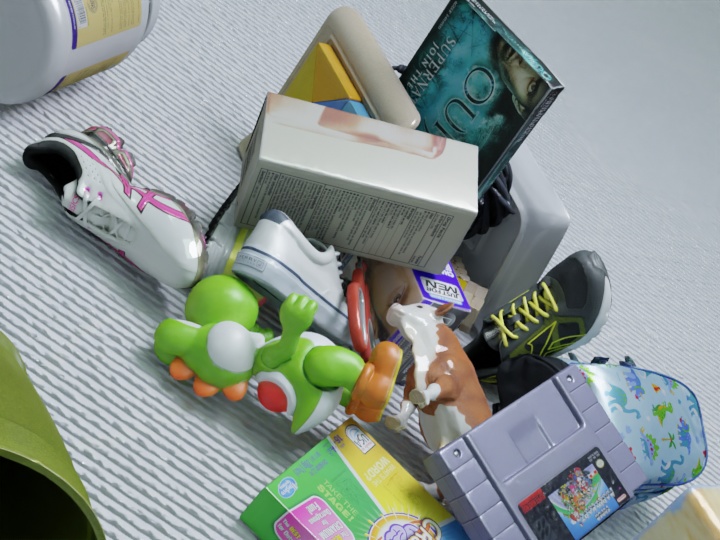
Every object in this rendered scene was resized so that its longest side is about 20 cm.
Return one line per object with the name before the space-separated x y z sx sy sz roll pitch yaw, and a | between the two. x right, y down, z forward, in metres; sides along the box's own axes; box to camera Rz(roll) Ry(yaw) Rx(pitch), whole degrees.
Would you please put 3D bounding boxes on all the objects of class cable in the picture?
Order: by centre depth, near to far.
cable | 0.076 -0.104 1.419 0.051 0.163 0.200 -27 55 -37

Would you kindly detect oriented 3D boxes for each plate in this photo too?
plate | 0.129 -0.051 1.472 0.032 0.200 0.200 -3 47 -28

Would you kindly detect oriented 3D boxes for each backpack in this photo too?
backpack | 0.241 0.162 1.363 0.200 0.154 0.163 23 52 -51

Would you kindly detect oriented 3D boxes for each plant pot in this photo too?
plant pot | -0.258 0.123 0.830 0.200 0.200 0.193 23 21 -26

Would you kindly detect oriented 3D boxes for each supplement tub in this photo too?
supplement tub | -0.289 -0.246 1.316 0.145 0.145 0.200 41 29 4

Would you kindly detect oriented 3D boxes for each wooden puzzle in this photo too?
wooden puzzle | -0.041 -0.136 1.385 0.037 0.200 0.185 13 38 -41

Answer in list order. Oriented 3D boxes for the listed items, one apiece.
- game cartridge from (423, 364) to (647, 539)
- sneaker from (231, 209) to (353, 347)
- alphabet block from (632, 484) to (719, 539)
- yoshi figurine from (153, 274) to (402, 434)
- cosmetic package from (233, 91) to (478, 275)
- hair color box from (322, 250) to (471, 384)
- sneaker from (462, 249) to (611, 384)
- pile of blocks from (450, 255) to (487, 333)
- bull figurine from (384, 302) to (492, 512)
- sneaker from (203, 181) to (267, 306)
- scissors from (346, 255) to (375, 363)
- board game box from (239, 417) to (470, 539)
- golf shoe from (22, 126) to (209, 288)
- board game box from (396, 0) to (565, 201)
game cartridge | 0.156 0.173 1.200 0.200 0.038 0.130 -26 77 -42
sneaker | -0.039 0.011 1.244 0.073 0.071 0.200 21 -13 29
alphabet block | 0.326 0.315 1.189 0.196 0.195 0.200 5 43 -42
yoshi figurine | -0.068 0.057 1.167 0.200 0.113 0.112 14 20 -3
cosmetic package | -0.004 -0.077 1.258 0.200 0.103 0.087 15 51 -12
hair color box | 0.025 -0.001 1.367 0.065 0.109 0.200 15 37 -35
sneaker | 0.170 0.056 1.372 0.085 0.200 0.075 0 50 -33
pile of blocks | 0.063 0.002 1.463 0.082 0.062 0.200 5 35 -27
bull figurine | 0.073 0.124 1.235 0.121 0.065 0.200 -42 109 -54
sneaker | -0.095 -0.033 1.320 0.090 0.078 0.200 34 41 -8
scissors | 0.000 0.000 1.279 0.073 0.014 0.200 66 18 -49
board game box | 0.020 0.225 1.122 0.200 0.040 0.153 44 30 8
golf shoe | -0.213 -0.048 1.213 0.200 0.073 0.092 42 34 26
board game box | 0.090 -0.145 1.322 0.028 0.200 0.135 -19 61 -48
